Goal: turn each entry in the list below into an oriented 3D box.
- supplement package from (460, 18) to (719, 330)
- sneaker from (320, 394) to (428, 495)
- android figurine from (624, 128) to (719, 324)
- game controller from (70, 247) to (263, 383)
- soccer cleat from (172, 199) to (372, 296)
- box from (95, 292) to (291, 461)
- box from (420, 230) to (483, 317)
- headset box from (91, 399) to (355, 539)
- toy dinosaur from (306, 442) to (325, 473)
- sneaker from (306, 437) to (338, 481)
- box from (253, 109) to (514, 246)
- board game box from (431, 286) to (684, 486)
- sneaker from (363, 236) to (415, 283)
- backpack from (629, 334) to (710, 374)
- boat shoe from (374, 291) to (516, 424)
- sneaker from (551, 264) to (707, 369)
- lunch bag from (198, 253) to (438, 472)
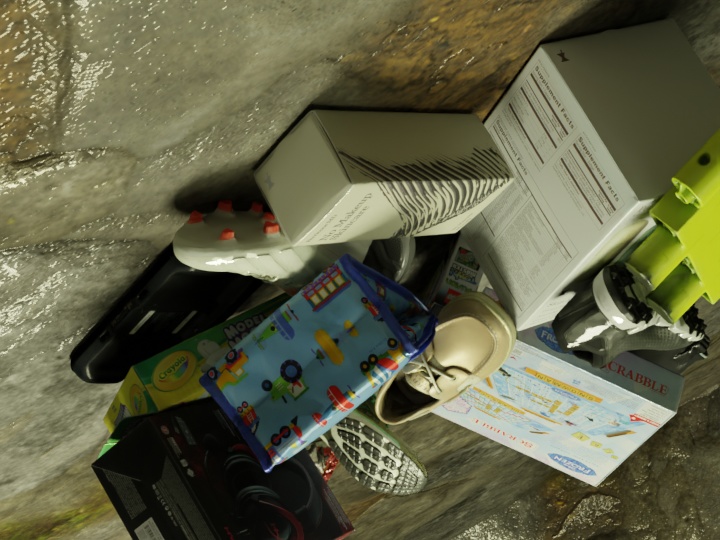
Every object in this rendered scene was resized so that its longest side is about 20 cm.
[{"bbox_3d":[0.193,-0.077,1.141,0.151,0.152,0.200,-16,157,-32],"label":"supplement package"},{"bbox_3d":[0.000,0.143,1.398,0.088,0.199,0.077,-35,155,-42],"label":"sneaker"},{"bbox_3d":[0.290,-0.051,1.048,0.200,0.041,0.182,-43,141,-1],"label":"android figurine"},{"bbox_3d":[-0.153,0.034,1.118,0.104,0.042,0.200,11,138,-41],"label":"game controller"},{"bbox_3d":[-0.060,-0.012,1.044,0.199,0.069,0.078,-12,120,-47],"label":"soccer cleat"},{"bbox_3d":[-0.131,0.090,1.145,0.199,0.049,0.117,-28,167,-34],"label":"box"},{"bbox_3d":[0.080,0.037,1.354,0.200,0.034,0.111,114,-1,-60],"label":"box"},{"bbox_3d":[-0.101,0.183,1.116,0.075,0.149,0.199,-38,166,24],"label":"headset box"},{"bbox_3d":[-0.088,0.173,1.308,0.101,0.078,0.200,-9,-159,2],"label":"toy dinosaur"},{"bbox_3d":[-0.065,0.187,1.465,0.078,0.082,0.200,-63,169,8],"label":"sneaker"},{"bbox_3d":[0.022,-0.071,1.039,0.199,0.069,0.082,-8,152,-48],"label":"box"},{"bbox_3d":[0.172,0.114,1.294,0.200,0.198,0.041,116,-2,-59],"label":"board game box"},{"bbox_3d":[0.000,0.000,1.215,0.082,0.075,0.200,-33,173,-34],"label":"sneaker"},{"bbox_3d":[0.233,0.017,1.356,0.150,0.201,0.177,-34,136,23],"label":"backpack"},{"bbox_3d":[0.070,0.084,1.212,0.065,0.072,0.200,-42,178,-34],"label":"boat shoe"},{"bbox_3d":[0.221,0.043,1.158,0.090,0.067,0.199,-35,157,27],"label":"sneaker"},{"bbox_3d":[-0.019,0.072,1.114,0.150,0.094,0.200,-40,170,9],"label":"lunch bag"}]
